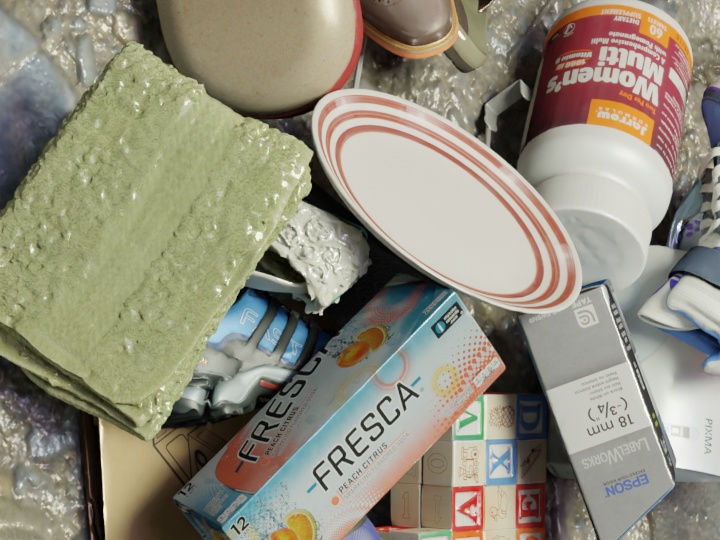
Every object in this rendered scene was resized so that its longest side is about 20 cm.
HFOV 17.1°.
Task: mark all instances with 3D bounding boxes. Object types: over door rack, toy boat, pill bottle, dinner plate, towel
[{"bbox_3d":[0.033,-0.098,1.614,0.148,0.066,0.200,45,39,-24],"label":"over door rack"},{"bbox_3d":[-0.059,-0.195,1.531,0.131,0.130,0.201,7,71,-70],"label":"toy boat"},{"bbox_3d":[0.167,-0.087,1.671,0.109,0.109,0.201,40,45,-27],"label":"pill bottle"},{"bbox_3d":[0.050,-0.039,1.479,0.200,0.024,0.200,27,30,-17],"label":"dinner plate"},{"bbox_3d":[-0.132,-0.018,1.381,0.148,0.036,0.200,31,84,1],"label":"towel"}]

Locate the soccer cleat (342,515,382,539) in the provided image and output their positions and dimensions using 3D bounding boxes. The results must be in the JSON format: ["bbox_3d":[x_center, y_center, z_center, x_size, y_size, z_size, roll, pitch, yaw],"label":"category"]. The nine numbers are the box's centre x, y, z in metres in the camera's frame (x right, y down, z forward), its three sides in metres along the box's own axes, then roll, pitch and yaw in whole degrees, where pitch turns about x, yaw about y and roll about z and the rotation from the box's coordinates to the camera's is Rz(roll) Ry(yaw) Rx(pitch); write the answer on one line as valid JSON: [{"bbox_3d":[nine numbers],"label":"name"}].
[{"bbox_3d":[-0.055,0.218,1.432,0.200,0.065,0.084,-35,102,-33],"label":"soccer cleat"}]

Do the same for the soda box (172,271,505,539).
[{"bbox_3d":[-0.012,0.095,1.403,0.200,0.063,0.068,-45,121,-17],"label":"soda box"}]

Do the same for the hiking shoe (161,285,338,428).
[{"bbox_3d":[-0.050,0.044,1.457,0.199,0.074,0.087,-2,80,-42],"label":"hiking shoe"}]

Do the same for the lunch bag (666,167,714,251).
[{"bbox_3d":[0.314,0.032,1.780,0.169,0.127,0.201,26,59,-41],"label":"lunch bag"}]

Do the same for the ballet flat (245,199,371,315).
[{"bbox_3d":[-0.090,-0.035,1.432,0.199,0.072,0.072,26,56,6],"label":"ballet flat"}]

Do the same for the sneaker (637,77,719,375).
[{"bbox_3d":[0.243,-0.025,1.636,0.146,0.081,0.201,-25,74,-11],"label":"sneaker"}]

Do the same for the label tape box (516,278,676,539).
[{"bbox_3d":[0.166,0.110,1.555,0.144,0.063,0.201,-11,81,-82],"label":"label tape box"}]

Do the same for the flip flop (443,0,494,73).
[{"bbox_3d":[0.070,-0.216,1.634,0.081,0.057,0.200,39,30,-32],"label":"flip flop"}]

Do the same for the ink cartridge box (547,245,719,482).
[{"bbox_3d":[0.232,0.064,1.660,0.047,0.199,0.161,56,37,-65],"label":"ink cartridge box"}]

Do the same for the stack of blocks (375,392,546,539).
[{"bbox_3d":[0.059,0.179,1.533,0.115,0.058,0.201,2,88,-42],"label":"stack of blocks"}]

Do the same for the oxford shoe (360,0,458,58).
[{"bbox_3d":[0.005,-0.224,1.561,0.071,0.073,0.200,-24,62,-9],"label":"oxford shoe"}]

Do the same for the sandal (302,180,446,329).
[{"bbox_3d":[0.000,-0.001,1.524,0.200,0.076,0.043,46,24,-25],"label":"sandal"}]

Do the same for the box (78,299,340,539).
[{"bbox_3d":[-0.085,0.098,1.478,0.199,0.021,0.164,3,77,-42],"label":"box"}]
